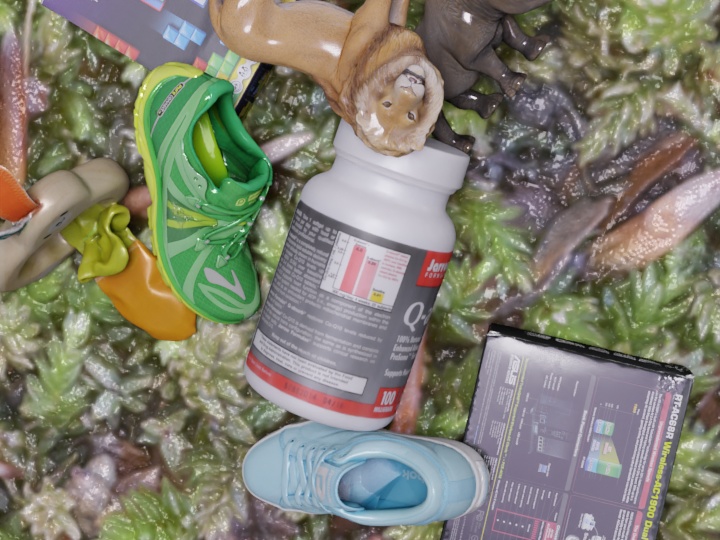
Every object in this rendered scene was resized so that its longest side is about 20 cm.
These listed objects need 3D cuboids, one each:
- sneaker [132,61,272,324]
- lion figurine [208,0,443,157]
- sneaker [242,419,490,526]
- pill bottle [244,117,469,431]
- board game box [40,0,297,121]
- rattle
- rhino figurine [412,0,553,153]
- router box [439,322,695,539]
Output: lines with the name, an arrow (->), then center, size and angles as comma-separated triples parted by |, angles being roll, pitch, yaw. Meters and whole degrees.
sneaker -> -0.104, -0.046, 0.938 | 0.083, 0.074, 0.201 | 10, 125, 36
lion figurine -> -0.031, -0.154, 0.870 | 0.199, 0.072, 0.123 | 20, 82, 16
sneaker -> -0.013, 0.141, 0.941 | 0.199, 0.082, 0.075 | -5, 83, 31
pill bottle -> 0.000, 0.000, 0.934 | 0.115, 0.116, 0.201 | 20, 100, 4
board game box -> -0.110, -0.235, 0.967 | 0.165, 0.057, 0.201 | 30, 96, 2
rattle -> -0.194, -0.001, 0.914 | 0.129, 0.200, 0.144 | -25, 88, -7
rhino figurine -> 0.079, -0.160, 0.905 | 0.087, 0.200, 0.060 | 33, 54, -3
router box -> 0.143, 0.150, 0.963 | 0.149, 0.062, 0.202 | 13, 95, 6
